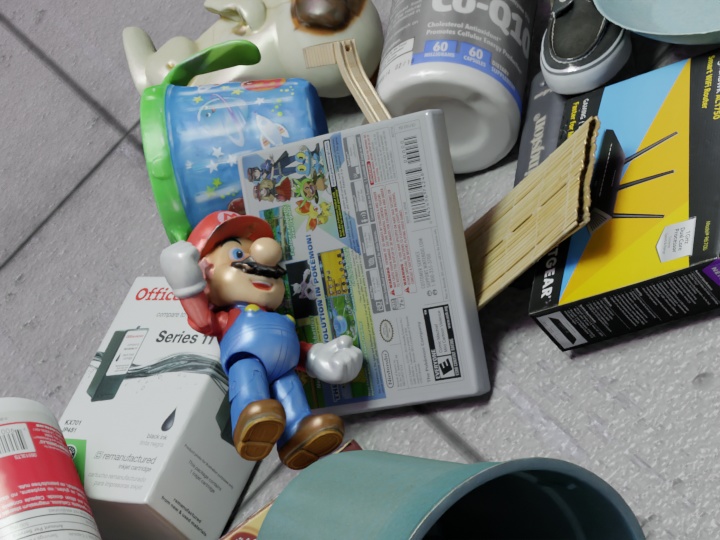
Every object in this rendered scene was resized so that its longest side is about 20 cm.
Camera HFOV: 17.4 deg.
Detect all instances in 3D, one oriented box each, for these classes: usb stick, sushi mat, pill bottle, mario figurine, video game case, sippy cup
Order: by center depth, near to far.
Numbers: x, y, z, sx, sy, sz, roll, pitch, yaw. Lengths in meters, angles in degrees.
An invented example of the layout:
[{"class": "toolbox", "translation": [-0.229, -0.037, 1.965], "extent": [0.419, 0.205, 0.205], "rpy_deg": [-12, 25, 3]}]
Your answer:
[{"class": "sushi mat", "translation": [0.107, -0.025, 1.641], "extent": [0.200, 0.012, 0.096], "rpy_deg": [-43, 29, 51]}, {"class": "mario figurine", "translation": [-0.069, 0.032, 1.647], "extent": [0.105, 0.124, 0.201], "rpy_deg": [-24, 55, 3]}, {"class": "pill bottle", "translation": [-0.237, 0.199, 1.652], "extent": [0.112, 0.112, 0.201], "rpy_deg": [-34, 59, 15]}, {"class": "video game case", "translation": [0.000, 0.000, 1.684], "extent": [0.181, 0.022, 0.201], "rpy_deg": [-11, 89, 38]}, {"class": "usb stick", "translation": [0.134, -0.072, 1.710], "extent": [0.055, 0.033, 0.201], "rpy_deg": [-36, 32, 45]}, {"class": "pill bottle", "translation": [0.077, -0.184, 1.810], "extent": [0.113, 0.114, 0.201], "rpy_deg": [-18, 44, 32]}, {"class": "sippy cup", "translation": [-0.089, -0.088, 1.810], "extent": [0.129, 0.179, 0.140], "rpy_deg": [-12, 5, 7]}]

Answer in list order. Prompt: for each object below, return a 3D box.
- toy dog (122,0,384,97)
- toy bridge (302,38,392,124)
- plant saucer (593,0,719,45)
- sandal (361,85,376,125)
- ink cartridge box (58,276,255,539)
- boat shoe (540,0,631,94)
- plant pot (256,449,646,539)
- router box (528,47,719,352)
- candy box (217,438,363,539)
[{"class": "toy dog", "translation": [-0.076, -0.169, 1.926], "extent": [0.199, 0.140, 0.194], "rpy_deg": [-30, 35, 14]}, {"class": "toy bridge", "translation": [0.004, -0.071, 1.744], "extent": [0.067, 0.027, 0.201], "rpy_deg": [-5, 97, 43]}, {"class": "plant saucer", "translation": [0.266, -0.209, 1.684], "extent": [0.200, 0.039, 0.202], "rpy_deg": [-16, 33, 11]}, {"class": "sandal", "translation": [0.017, -0.098, 1.835], "extent": [0.081, 0.055, 0.201], "rpy_deg": [-15, 46, 34]}, {"class": "ink cartridge box", "translation": [-0.142, 0.105, 1.769], "extent": [0.146, 0.083, 0.201], "rpy_deg": [-1, 54, 43]}, {"class": "boat shoe", "translation": [0.170, -0.206, 1.753], "extent": [0.068, 0.057, 0.201], "rpy_deg": [-8, 36, 24]}, {"class": "plant pot", "translation": [0.043, 0.196, 1.425], "extent": [0.201, 0.200, 0.196], "rpy_deg": [-55, 29, -14]}, {"class": "router box", "translation": [0.200, -0.052, 1.612], "extent": [0.148, 0.051, 0.201], "rpy_deg": [-18, 42, 32]}, {"class": "candy box", "translation": [-0.075, 0.199, 1.589], "extent": [0.200, 0.057, 0.117], "rpy_deg": [-39, -3, 10]}]
